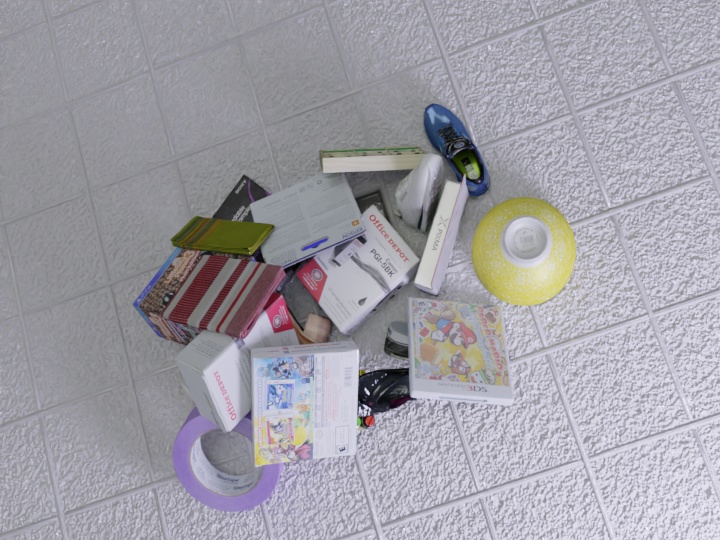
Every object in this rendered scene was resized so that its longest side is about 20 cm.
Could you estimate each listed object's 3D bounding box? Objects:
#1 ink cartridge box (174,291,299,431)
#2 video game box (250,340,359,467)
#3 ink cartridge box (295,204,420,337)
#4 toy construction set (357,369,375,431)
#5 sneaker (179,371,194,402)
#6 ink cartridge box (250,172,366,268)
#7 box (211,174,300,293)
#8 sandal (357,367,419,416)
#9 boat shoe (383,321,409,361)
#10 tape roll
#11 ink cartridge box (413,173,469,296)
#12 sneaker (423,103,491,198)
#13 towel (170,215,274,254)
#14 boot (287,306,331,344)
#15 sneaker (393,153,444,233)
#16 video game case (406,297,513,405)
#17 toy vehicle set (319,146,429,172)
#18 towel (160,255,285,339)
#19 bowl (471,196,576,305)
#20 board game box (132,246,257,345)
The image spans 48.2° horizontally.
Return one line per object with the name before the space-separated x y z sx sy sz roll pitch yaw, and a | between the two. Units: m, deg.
ink cartridge box | -0.203 0.147 1.370 0.082 0.147 0.200 18 48 36
video game box | -0.095 0.224 1.359 0.178 0.047 0.205 -4 110 -16
ink cartridge box | 0.000 0.000 1.511 0.199 0.083 0.147 -42 75 0
toy construction set | -0.044 0.238 1.462 0.128 0.092 0.205 0 96 -25
sneaker | -0.244 0.213 1.494 0.197 0.089 0.082 24 39 7
ink cartridge box | -0.096 -0.086 1.488 0.196 0.041 0.202 -22 46 2
box | -0.195 -0.074 1.580 0.198 0.036 0.144 36 86 15
sandal | 0.062 0.209 1.416 0.196 0.048 0.077 -15 104 -6
boat shoe | 0.140 0.149 1.476 0.196 0.071 0.065 16 114 3
tape roll | -0.234 0.328 1.448 0.195 0.066 0.205 2 110 6
ink cartridge box | 0.145 -0.064 1.448 0.044 0.176 0.204 17 85 12
sneaker | 0.185 -0.237 1.525 0.078 0.089 0.202 -32 77 0
towel | -0.258 -0.068 1.496 0.196 0.018 0.087 7 45 32
boot | -0.161 0.138 1.523 0.196 0.077 0.158 19 87 4
sneaker | 0.102 -0.144 1.467 0.079 0.201 0.077 28 60 13
video game case | 0.172 0.139 1.420 0.177 0.023 0.203 6 49 -6
toy vehicle set | 0.022 -0.208 1.506 0.195 0.124 0.027 -3 105 -6
towel | -0.233 0.041 1.364 0.197 0.023 0.145 9 55 36
bowl | 0.299 -0.045 1.462 0.195 0.108 0.205 -1 79 8
board game box | -0.286 0.050 1.475 0.197 0.098 0.161 10 54 35
